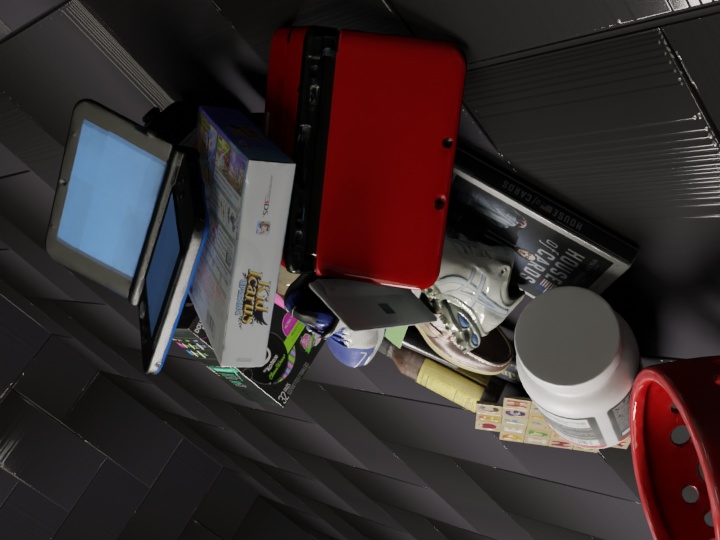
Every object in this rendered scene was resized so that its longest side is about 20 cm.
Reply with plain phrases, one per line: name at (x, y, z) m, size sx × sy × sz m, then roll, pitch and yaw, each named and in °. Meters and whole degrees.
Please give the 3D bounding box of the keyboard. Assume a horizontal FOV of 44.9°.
keyboard at (0.018, 0.030, 0.792) m, size 0.056 × 0.011 × 0.200 m, roll 52°, pitch -161°, yaw 16°

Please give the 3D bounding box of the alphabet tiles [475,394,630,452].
alphabet tiles at (0.245, 0.197, 1.106) m, size 0.198 × 0.006 × 0.167 m, roll 6°, pitch 154°, yaw 10°

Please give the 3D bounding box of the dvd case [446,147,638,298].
dvd case at (0.148, -0.033, 0.841) m, size 0.199 × 0.025 × 0.151 m, roll 31°, pitch 157°, yaw 5°

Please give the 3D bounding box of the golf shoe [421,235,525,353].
golf shoe at (0.095, -0.009, 0.829) m, size 0.200 × 0.097 × 0.079 m, roll 52°, pitch -173°, yaw -50°

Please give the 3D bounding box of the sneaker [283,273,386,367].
sneaker at (-0.029, 0.034, 0.889) m, size 0.080 × 0.115 × 0.201 m, roll 35°, pitch 142°, yaw 22°

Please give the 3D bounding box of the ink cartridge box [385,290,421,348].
ink cartridge box at (0.000, 0.000, 0.967) m, size 0.145 × 0.048 × 0.201 m, roll 38°, pitch 142°, yaw 18°

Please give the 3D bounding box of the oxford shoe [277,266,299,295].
oxford shoe at (-0.065, -0.032, 0.911) m, size 0.074 × 0.071 × 0.200 m, roll 6°, pitch 157°, yaw -6°

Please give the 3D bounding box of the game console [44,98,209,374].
game console at (-0.231, -0.029, 0.834) m, size 0.117 × 0.172 × 0.201 m, roll 8°, pitch 128°, yaw -24°

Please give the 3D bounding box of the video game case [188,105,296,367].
video game case at (-0.118, -0.039, 0.795) m, size 0.045 × 0.183 × 0.200 m, roll 1°, pitch -158°, yaw -23°

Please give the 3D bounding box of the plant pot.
plant pot at (0.342, 0.164, 0.725) m, size 0.180 × 0.202 × 0.201 m, roll -10°, pitch 149°, yaw 2°

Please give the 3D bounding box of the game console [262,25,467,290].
game console at (-0.009, -0.101, 0.750) m, size 0.117 × 0.202 × 0.172 m, roll 2°, pitch -167°, yaw -23°

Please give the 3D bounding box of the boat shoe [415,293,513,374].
boat shoe at (0.101, 0.045, 0.999) m, size 0.200 × 0.072 × 0.072 m, roll 41°, pitch 156°, yaw -3°

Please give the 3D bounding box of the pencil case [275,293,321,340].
pencil case at (-0.106, 0.003, 1.138) m, size 0.199 × 0.094 × 0.091 m, roll 31°, pitch 175°, yaw 8°

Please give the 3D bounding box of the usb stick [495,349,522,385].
usb stick at (0.181, 0.115, 1.078) m, size 0.199 × 0.033 × 0.056 m, roll 19°, pitch 154°, yaw 30°

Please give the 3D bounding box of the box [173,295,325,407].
box at (-0.175, 0.088, 1.323) m, size 0.200 × 0.149 × 0.124 m, roll 44°, pitch 155°, yaw -25°

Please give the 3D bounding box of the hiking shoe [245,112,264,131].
hiking shoe at (-0.034, -0.130, 0.841) m, size 0.198 × 0.076 × 0.101 m, roll 21°, pitch 138°, yaw 18°

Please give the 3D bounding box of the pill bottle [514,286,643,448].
pill bottle at (0.217, 0.097, 0.852) m, size 0.115 × 0.117 × 0.200 m, roll 19°, pitch 164°, yaw 28°

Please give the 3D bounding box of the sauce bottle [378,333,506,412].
sauce bottle at (0.097, 0.124, 1.166) m, size 0.199 × 0.065 × 0.065 m, roll 28°, pitch 157°, yaw 14°

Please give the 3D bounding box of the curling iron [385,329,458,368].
curling iron at (0.034, 0.083, 1.084) m, size 0.198 × 0.050 × 0.026 m, roll 19°, pitch -166°, yaw -12°

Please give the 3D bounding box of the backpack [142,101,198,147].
backpack at (-0.179, -0.068, 0.986) m, size 0.150 × 0.178 × 0.201 m, roll 19°, pitch 146°, yaw 31°
